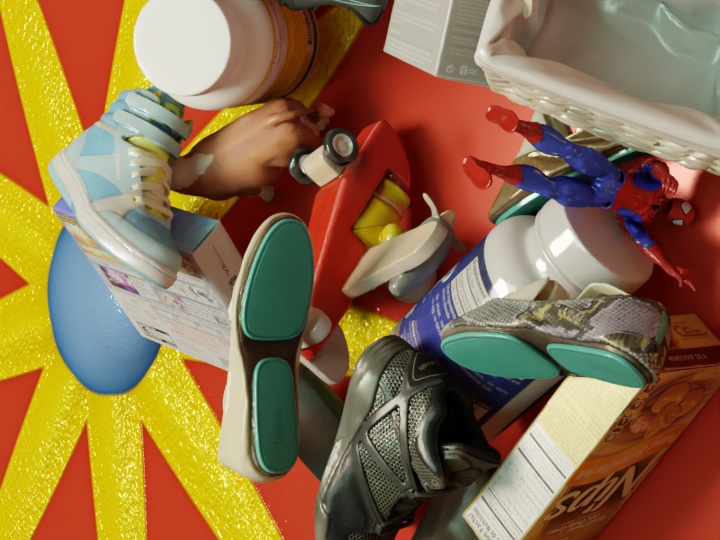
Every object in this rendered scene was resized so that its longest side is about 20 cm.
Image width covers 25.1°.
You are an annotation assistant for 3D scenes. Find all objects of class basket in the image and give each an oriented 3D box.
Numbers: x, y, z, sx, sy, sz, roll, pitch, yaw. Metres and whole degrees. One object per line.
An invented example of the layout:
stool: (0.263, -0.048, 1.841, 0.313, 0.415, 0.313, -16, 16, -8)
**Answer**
basket: (0.188, -0.154, 1.078, 0.198, 0.123, 0.137, 21, 85, 7)

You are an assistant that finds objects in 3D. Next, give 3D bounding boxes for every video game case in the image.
video game case: (-0.165, 0.011, 1.464, 0.199, 0.182, 0.046, 18, 59, 41)

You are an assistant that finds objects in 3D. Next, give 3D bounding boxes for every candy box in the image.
candy box: (0.173, 0.123, 1.175, 0.055, 0.115, 0.201, 50, 123, 30)

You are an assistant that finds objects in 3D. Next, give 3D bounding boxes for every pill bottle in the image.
pill bottle: (-0.113, -0.193, 1.360, 0.111, 0.200, 0.114, 2, 99, 16)
pill bottle: (0.121, 0.030, 1.218, 0.200, 0.119, 0.121, -45, 63, 34)

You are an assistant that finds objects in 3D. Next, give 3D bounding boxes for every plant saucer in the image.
plant saucer: (-0.025, 0.133, 1.333, 0.039, 0.201, 0.201, -41, 61, 4)

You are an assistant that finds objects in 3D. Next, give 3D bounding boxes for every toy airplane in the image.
toy airplane: (0.000, 0.000, 1.316, 0.200, 0.140, 0.201, -59, 27, 21)

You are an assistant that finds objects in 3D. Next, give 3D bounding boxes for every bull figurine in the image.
bull figurine: (-0.100, -0.100, 1.420, 0.199, 0.121, 0.066, -17, 79, 42)

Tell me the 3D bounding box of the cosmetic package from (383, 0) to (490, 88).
cosmetic package: (0.090, -0.249, 1.242, 0.107, 0.089, 0.202, 42, 120, 61)

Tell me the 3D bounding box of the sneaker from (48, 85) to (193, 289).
sneaker: (-0.178, -0.082, 1.348, 0.131, 0.079, 0.200, -48, 48, 5)

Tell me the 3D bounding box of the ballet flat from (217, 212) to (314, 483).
ballet flat: (-0.077, 0.058, 1.225, 0.069, 0.069, 0.203, 1, 83, 43)

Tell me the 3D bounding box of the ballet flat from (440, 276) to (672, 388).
ballet flat: (0.136, 0.039, 1.099, 0.199, 0.071, 0.073, 2, 93, 54)

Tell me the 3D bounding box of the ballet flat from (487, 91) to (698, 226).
ballet flat: (0.169, -0.100, 1.203, 0.199, 0.067, 0.073, -29, 75, 38)

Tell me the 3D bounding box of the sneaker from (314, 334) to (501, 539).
sneaker: (0.033, 0.160, 1.191, 0.114, 0.076, 0.202, 29, 112, 36)

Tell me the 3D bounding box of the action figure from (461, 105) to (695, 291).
action figure: (0.174, -0.049, 1.106, 0.099, 0.198, 0.066, 45, 115, 47)

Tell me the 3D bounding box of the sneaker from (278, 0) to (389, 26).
sneaker: (-0.065, -0.248, 1.291, 0.198, 0.075, 0.080, 15, 121, 15)

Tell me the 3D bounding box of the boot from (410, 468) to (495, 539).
boot: (0.042, 0.246, 1.294, 0.067, 0.130, 0.202, 27, 110, 38)
